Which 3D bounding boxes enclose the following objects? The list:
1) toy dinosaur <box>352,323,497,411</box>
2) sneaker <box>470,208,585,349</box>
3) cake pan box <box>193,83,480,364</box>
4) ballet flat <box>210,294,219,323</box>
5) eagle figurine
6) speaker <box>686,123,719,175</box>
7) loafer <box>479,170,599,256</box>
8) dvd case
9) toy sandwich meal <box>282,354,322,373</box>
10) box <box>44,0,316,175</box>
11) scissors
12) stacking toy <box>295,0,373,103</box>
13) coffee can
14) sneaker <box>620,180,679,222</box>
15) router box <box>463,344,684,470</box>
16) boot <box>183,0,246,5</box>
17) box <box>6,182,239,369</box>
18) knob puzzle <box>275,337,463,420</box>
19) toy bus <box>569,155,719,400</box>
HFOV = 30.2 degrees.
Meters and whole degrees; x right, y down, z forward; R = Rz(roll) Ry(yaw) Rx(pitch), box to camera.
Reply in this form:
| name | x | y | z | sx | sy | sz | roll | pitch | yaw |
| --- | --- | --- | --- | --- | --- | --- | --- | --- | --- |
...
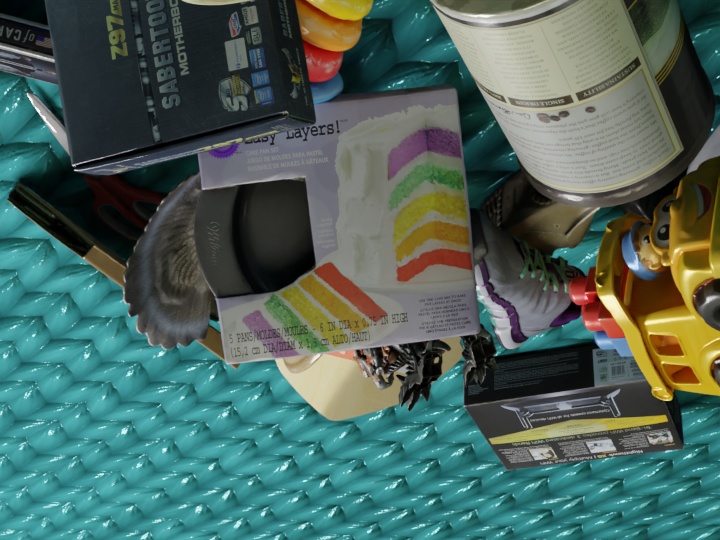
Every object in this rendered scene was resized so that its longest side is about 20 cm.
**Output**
| name | x | y | z | sx | sy | sz | roll | pitch | yaw |
| --- | --- | --- | --- | --- | --- | --- | --- | --- | --- |
| toy dinosaur | 0.041 | 0.042 | 1.156 | 0.102 | 0.136 | 0.200 | -29 | 149 | -14 |
| sneaker | 0.134 | -0.004 | 1.084 | 0.087 | 0.075 | 0.200 | -16 | 153 | 10 |
| cake pan box | -0.020 | -0.034 | 0.971 | 0.199 | 0.185 | 0.052 | -5 | -171 | -2 |
| ballet flat | -0.070 | 0.033 | 1.276 | 0.200 | 0.068 | 0.062 | 21 | 114 | -28 |
| eagle figurine | -0.102 | -0.041 | 1.076 | 0.152 | 0.151 | 0.200 | 22 | 136 | -41 |
| speaker | 0.321 | -0.116 | 0.991 | 0.081 | 0.081 | 0.200 | 11 | 145 | -11 |
| loafer | 0.167 | -0.061 | 1.096 | 0.068 | 0.076 | 0.200 | 18 | 152 | -22 |
| dvd case | -0.238 | -0.158 | 0.967 | 0.199 | 0.025 | 0.150 | 14 | 178 | -13 |
| toy sandwich meal | 0.000 | 0.000 | 1.098 | 0.070 | 0.206 | 0.205 | 24 | 141 | -15 |
| box | -0.123 | -0.174 | 0.855 | 0.157 | 0.201 | 0.051 | -11 | 176 | 21 |
| scissors | -0.235 | -0.083 | 1.149 | 0.073 | 0.014 | 0.200 | -18 | 141 | 31 |
| stacking toy | -0.017 | -0.213 | 0.882 | 0.116 | 0.110 | 0.200 | 47 | 119 | 8 |
| coffee can | 0.140 | -0.157 | 0.888 | 0.146 | 0.147 | 0.200 | -12 | 142 | 22 |
| sneaker | 0.256 | -0.010 | 1.160 | 0.091 | 0.076 | 0.200 | -9 | 142 | 29 |
| router box | 0.224 | 0.143 | 1.395 | 0.199 | 0.052 | 0.157 | -10 | 144 | 19 |
| boot | -0.001 | -0.190 | 0.742 | 0.200 | 0.155 | 0.072 | -20 | 114 | -20 |
| box | -0.206 | 0.006 | 1.181 | 0.163 | 0.021 | 0.200 | 30 | 171 | 48 |
| knob puzzle | 0.003 | 0.053 | 1.258 | 0.219 | 0.030 | 0.220 | -4 | 119 | -7 |
| toy bus | 0.242 | 0.009 | 1.012 | 0.192 | 0.136 | 0.200 | -2 | 142 | 31 |
